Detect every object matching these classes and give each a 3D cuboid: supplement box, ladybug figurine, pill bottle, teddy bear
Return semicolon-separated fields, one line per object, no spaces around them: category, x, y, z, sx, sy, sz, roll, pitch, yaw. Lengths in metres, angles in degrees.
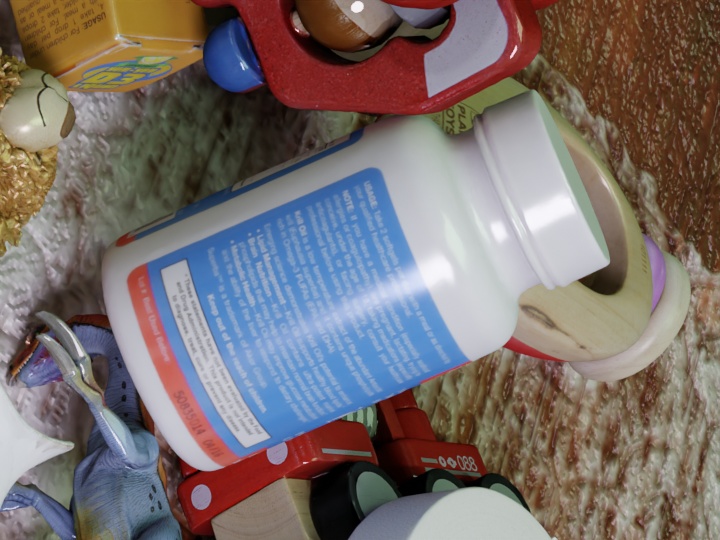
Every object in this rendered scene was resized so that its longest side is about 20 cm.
supplement box;-0.129;-0.181;1.164;0.067;0.069;0.200;-1;71;-52
ladybug figurine;0.065;-0.023;1.253;0.200;0.072;0.136;36;43;-40
pill bottle;0.000;0.000;1.121;0.112;0.200;0.112;-23;90;-80
teddy bear;-0.180;-0.099;1.072;0.200;0.067;0.145;55;-1;-21

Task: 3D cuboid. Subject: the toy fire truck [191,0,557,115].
toy fire truck;-0.010;-0.155;1.102;0.112;0.168;0.200;-10;76;-59

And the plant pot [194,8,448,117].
plant pot;-0.003;-0.161;1.260;0.175;0.200;0.200;43;48;-59

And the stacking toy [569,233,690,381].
stacking toy;0.089;-0.026;1.419;0.200;0.085;0.085;40;51;-29

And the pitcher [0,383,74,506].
pitcher;-0.193;0.101;0.904;0.200;0.121;0.172;-62;152;-24

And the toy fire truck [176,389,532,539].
toy fire truck;-0.008;0.058;1.253;0.176;0.129;0.200;11;52;-55

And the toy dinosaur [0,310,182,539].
toy dinosaur;-0.110;0.108;1.106;0.200;0.105;0.182;49;37;-28

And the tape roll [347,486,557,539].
tape roll;0.048;0.195;1.147;0.203;0.037;0.203;27;58;-52
